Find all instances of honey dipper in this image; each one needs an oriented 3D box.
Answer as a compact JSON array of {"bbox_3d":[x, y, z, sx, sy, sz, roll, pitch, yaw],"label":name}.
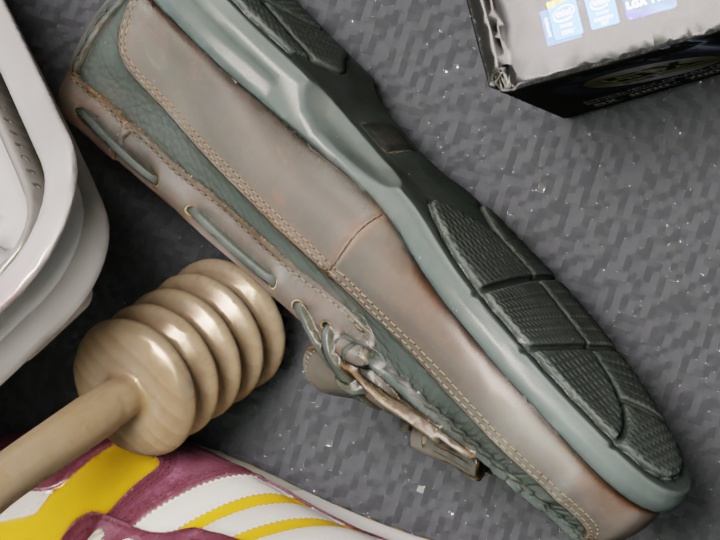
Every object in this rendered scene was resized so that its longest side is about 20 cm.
[{"bbox_3d":[-0.087,0.049,0.661,0.038,0.200,0.038,15,119,29],"label":"honey dipper"}]

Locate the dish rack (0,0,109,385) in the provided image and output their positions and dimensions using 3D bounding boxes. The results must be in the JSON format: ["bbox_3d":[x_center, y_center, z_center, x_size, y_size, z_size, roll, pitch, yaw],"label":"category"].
[{"bbox_3d":[-0.148,0.012,0.722,0.200,0.044,0.172,-43,40,11],"label":"dish rack"}]

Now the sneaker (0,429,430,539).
[{"bbox_3d":[-0.035,0.086,0.698,0.199,0.090,0.075,12,92,15],"label":"sneaker"}]

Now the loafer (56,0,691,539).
[{"bbox_3d":[0.000,0.000,0.706,0.063,0.072,0.200,-47,70,17],"label":"loafer"}]

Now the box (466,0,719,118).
[{"bbox_3d":[0.114,-0.141,0.664,0.199,0.086,0.164,-13,85,15],"label":"box"}]
